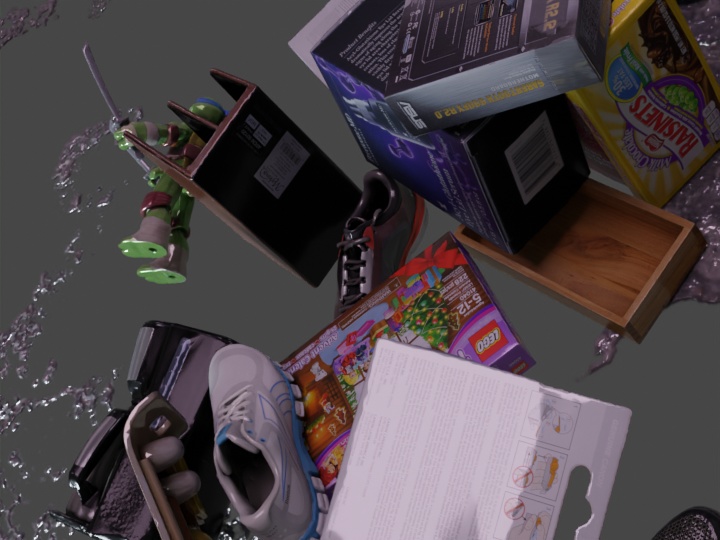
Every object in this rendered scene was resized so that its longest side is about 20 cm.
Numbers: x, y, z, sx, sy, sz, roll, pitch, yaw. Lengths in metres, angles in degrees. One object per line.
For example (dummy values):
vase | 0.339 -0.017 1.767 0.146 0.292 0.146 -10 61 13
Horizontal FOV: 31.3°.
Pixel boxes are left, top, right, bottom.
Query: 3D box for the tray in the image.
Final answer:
tray | 0.177 -0.025 1.063 0.199 0.037 0.099 31 82 44

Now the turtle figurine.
turtle figurine | -0.224 -0.097 1.340 0.144 0.198 0.196 140 142 -59

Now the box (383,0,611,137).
box | 0.108 -0.207 0.951 0.157 0.048 0.202 -13 50 32

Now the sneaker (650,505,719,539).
sneaker | 0.173 0.233 0.845 0.200 0.114 0.076 -49 47 -3

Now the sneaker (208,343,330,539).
sneaker | -0.086 0.128 1.005 0.075 0.087 0.201 -37 49 12

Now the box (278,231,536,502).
box | 0.029 0.079 1.041 0.199 0.039 0.137 -38 47 9

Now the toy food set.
toy food set | -0.112 0.197 0.979 0.060 0.144 0.202 -24 75 -5

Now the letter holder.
letter holder | -0.107 -0.095 1.205 0.142 0.200 0.101 30 81 44

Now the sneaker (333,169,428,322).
sneaker | 0.000 0.000 1.146 0.076 0.082 0.202 -6 58 33

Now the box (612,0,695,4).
box | 0.214 -0.333 1.188 0.198 0.104 0.184 -7 59 33

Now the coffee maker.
coffee maker | -0.146 0.164 1.135 0.190 0.135 0.202 22 74 7

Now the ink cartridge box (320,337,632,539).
ink cartridge box | 0.085 0.151 0.940 0.197 0.050 0.164 15 84 17

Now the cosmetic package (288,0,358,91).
cosmetic package | 0.031 -0.225 1.292 0.151 0.052 0.200 -45 45 7

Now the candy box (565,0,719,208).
candy box | 0.222 -0.131 0.983 0.102 0.200 0.026 -44 49 4

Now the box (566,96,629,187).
box | 0.177 -0.167 1.113 0.100 0.095 0.199 -51 45 -4

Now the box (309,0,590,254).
box | 0.074 -0.131 1.064 0.104 0.148 0.199 -44 48 -12
